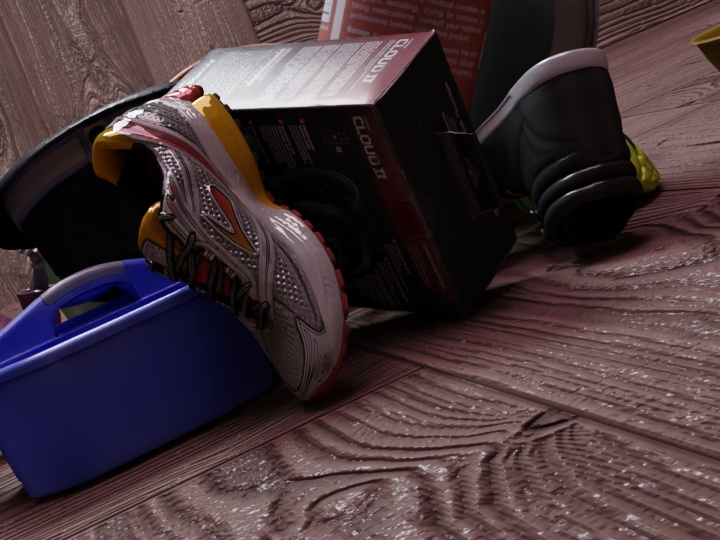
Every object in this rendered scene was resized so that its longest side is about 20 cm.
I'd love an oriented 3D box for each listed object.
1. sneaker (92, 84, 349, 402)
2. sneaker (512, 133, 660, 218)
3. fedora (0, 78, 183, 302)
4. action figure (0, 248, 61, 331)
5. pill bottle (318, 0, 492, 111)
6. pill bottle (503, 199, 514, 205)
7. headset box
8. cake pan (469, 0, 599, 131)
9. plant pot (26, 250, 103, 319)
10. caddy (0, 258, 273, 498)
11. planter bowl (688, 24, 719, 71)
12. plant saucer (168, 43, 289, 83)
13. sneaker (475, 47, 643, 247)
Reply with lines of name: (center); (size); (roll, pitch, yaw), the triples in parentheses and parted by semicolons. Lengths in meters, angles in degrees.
sneaker: (-0.078, -0.008, 0.737); (0.082, 0.201, 0.078); (-23, -25, -35)
sneaker: (0.154, -0.069, 0.980); (0.084, 0.074, 0.200); (-52, 13, 1)
fedora: (-0.143, -0.041, 0.895); (0.199, 0.092, 0.201); (-28, -12, -7)
action figure: (-0.269, 0.065, 0.971); (0.149, 0.198, 0.135); (-51, 23, 47)
pill bottle: (0.033, -0.179, 0.905); (0.111, 0.203, 0.112); (11, 12, -2)
pill bottle: (0.076, -0.104, 1.218); (0.111, 0.113, 0.199); (-26, 8, -30)
headset box: (-0.009, -0.056, 0.804); (0.198, 0.150, 0.077); (2, 41, 39)
cake pan: (0.078, -0.175, 0.974); (0.199, 0.203, 0.036); (-16, -8, 40)
plant pot: (-0.179, -0.015, 1.152); (0.198, 0.163, 0.201); (-22, 8, 3)
caddy: (-0.149, 0.050, 0.810); (0.198, 0.106, 0.141); (-25, 7, -19)
planter bowl: (0.334, -0.156, 0.926); (0.198, 0.084, 0.200); (-22, 7, 3)
plant saucer: (-0.070, -0.093, 1.039); (0.198, 0.201, 0.033); (-25, -32, -18)
sneaker: (0.119, -0.053, 0.849); (0.070, 0.101, 0.200); (-10, -14, -10)
